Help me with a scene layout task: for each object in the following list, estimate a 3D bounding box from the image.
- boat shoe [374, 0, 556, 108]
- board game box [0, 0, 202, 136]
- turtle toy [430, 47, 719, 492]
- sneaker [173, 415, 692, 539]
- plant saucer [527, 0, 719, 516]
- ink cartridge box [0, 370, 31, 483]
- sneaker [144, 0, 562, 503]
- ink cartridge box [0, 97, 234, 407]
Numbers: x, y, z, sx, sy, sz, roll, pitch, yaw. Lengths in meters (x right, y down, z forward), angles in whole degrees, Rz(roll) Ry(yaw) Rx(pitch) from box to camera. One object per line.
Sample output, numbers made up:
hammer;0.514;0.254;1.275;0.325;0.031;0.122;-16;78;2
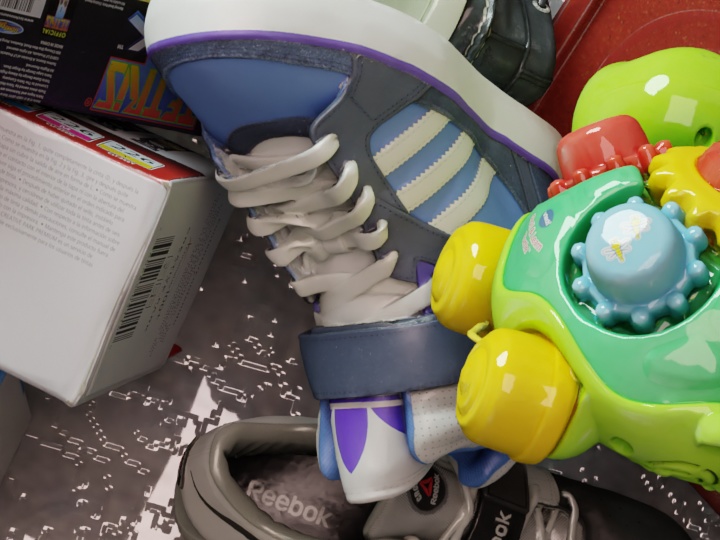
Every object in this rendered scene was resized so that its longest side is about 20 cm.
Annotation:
boat shoe;0.041;-0.117;1.120;0.066;0.200;0.075;25;110;-16
board game box;-0.123;-0.106;1.052;0.165;0.200;0.057;29;102;36
turtle toy;0.104;-0.001;0.960;0.145;0.200;0.101;17;115;-14
sneaker;0.030;0.096;1.091;0.199;0.089;0.074;10;75;-2
plant saucer;0.125;-0.037;1.065;0.200;0.037;0.200;48;119;30
ink cartridge box;-0.223;0.028;1.079;0.199;0.116;0.067;25;76;3
sneaker;0.000;0.000;1.007;0.080;0.200;0.147;-8;67;39
ink cartridge box;-0.152;-0.038;1.058;0.199;0.176;0.084;25;96;6
